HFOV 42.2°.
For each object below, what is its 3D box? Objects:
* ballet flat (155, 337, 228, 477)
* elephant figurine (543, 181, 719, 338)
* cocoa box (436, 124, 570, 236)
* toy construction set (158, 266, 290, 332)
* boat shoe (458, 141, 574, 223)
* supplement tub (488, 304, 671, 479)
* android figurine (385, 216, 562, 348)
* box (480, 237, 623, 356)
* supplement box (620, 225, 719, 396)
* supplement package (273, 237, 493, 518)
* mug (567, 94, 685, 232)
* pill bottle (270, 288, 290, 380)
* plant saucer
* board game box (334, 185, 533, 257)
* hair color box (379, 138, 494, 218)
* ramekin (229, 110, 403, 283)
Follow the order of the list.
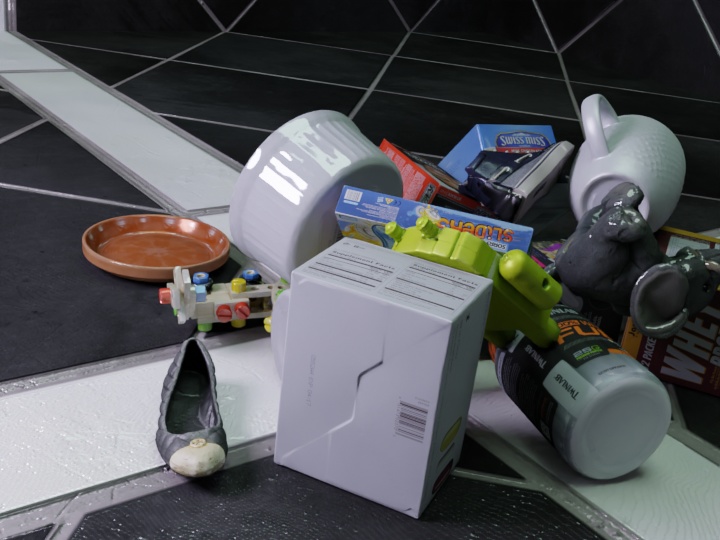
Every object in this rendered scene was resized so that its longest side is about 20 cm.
[{"bbox_3d":[-0.167,0.133,0.903,0.066,0.057,0.200,0,24,-15],"label":"ballet flat"},{"bbox_3d":[0.328,0.011,1.039,0.200,0.155,0.142,42,47,-4],"label":"elephant figurine"},{"bbox_3d":[0.191,-0.111,1.364,0.133,0.132,0.200,-3,-20,-24],"label":"cocoa box"},{"bbox_3d":[-0.143,0.043,1.095,0.199,0.093,0.131,10,20,-23],"label":"toy construction set"},{"bbox_3d":[0.206,-0.137,1.222,0.093,0.075,0.200,33,38,16],"label":"boat shoe"},{"bbox_3d":[0.220,0.115,0.979,0.122,0.123,0.200,-2,25,-21],"label":"supplement tub"},{"bbox_3d":[0.106,0.013,0.922,0.200,0.041,0.182,39,-25,-27],"label":"android figurine"},{"bbox_3d":[0.223,0.030,1.178,0.199,0.123,0.106,0,23,-18],"label":"box"},{"bbox_3d":[0.445,0.052,1.178,0.196,0.134,0.200,15,24,18],"label":"supplement box"},{"bbox_3d":[0.019,0.095,0.863,0.155,0.201,0.111,17,26,21],"label":"supplement package"},{"bbox_3d":[0.336,-0.135,1.225,0.147,0.201,0.175,-17,15,29],"label":"mug"},{"bbox_3d":[0.011,0.070,1.032,0.199,0.115,0.114,-4,25,-24],"label":"pill bottle"},{"bbox_3d":[-0.281,-0.029,1.287,0.199,0.033,0.200,7,22,-3],"label":"plant saucer"},{"bbox_3d":[0.080,-0.023,0.984,0.199,0.035,0.136,14,-21,15],"label":"board game box"},{"bbox_3d":[0.093,-0.109,1.282,0.101,0.061,0.200,21,16,-30],"label":"hair color box"},{"bbox_3d":[-0.043,-0.072,1.070,0.200,0.201,0.098,-17,46,-44],"label":"ramekin"}]
